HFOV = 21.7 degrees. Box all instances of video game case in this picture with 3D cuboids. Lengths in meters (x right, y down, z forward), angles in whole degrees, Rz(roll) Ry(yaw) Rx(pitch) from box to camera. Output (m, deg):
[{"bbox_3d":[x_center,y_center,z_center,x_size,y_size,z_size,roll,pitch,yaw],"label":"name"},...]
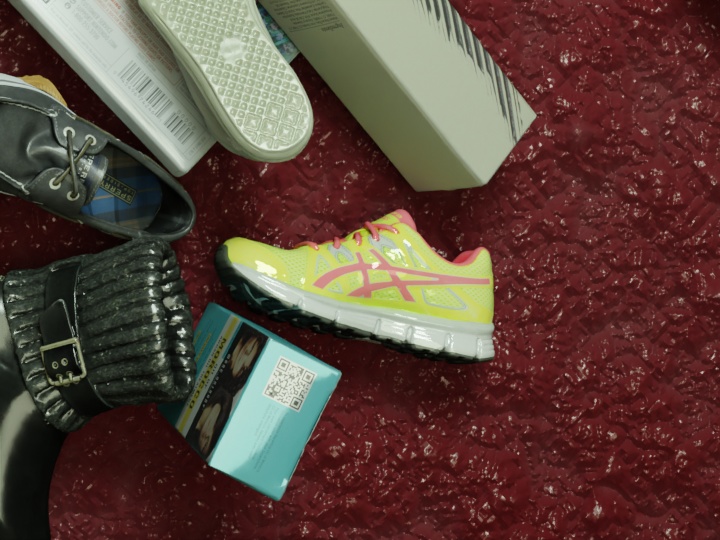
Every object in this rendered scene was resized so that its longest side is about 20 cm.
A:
[{"bbox_3d":[-0.123,-0.192,1.179,0.200,0.024,0.182,47,67,-13],"label":"video game case"}]

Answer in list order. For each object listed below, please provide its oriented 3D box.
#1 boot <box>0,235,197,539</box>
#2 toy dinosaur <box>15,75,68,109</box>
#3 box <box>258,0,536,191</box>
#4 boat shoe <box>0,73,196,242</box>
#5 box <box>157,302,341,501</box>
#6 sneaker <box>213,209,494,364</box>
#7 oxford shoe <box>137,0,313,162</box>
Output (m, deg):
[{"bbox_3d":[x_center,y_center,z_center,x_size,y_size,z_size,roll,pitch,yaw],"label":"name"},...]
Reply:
[{"bbox_3d":[-0.176,0.091,1.160,0.156,0.079,0.213,-7,96,5],"label":"boot"},{"bbox_3d":[-0.231,-0.088,1.128,0.060,0.106,0.201,20,132,22],"label":"toy dinosaur"},{"bbox_3d":[0.017,-0.144,1.191,0.200,0.082,0.069,49,65,-24],"label":"box"},{"bbox_3d":[-0.173,-0.060,1.127,0.200,0.066,0.070,34,77,-50],"label":"boat shoe"},{"bbox_3d":[-0.072,0.075,1.146,0.049,0.200,0.083,27,88,-15],"label":"box"},{"bbox_3d":[0.000,0.000,1.230,0.198,0.078,0.091,15,83,-21],"label":"sneaker"},{"bbox_3d":[-0.091,-0.149,1.148,0.075,0.058,0.201,-25,80,-13],"label":"oxford shoe"}]
